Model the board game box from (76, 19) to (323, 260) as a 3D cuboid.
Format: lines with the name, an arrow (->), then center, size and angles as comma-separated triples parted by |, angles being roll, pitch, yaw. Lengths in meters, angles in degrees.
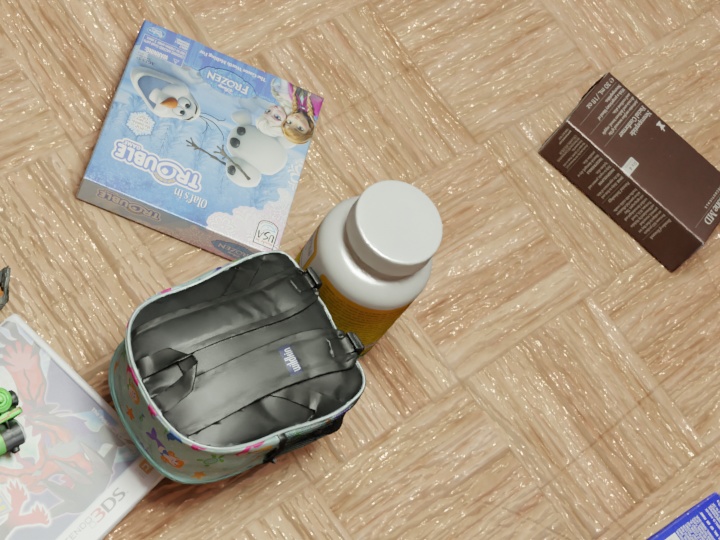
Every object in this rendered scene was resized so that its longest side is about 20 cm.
board game box -> -0.153, -0.123, 1.608 | 0.199, 0.043, 0.200 | 22, 59, -12

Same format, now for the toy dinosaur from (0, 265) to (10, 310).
toy dinosaur -> -0.367, 0.016, 1.419 | 0.135, 0.102, 0.201 | 23, 31, -29

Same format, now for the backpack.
backpack -> -0.121, 0.094, 1.444 | 0.199, 0.151, 0.178 | -20, 70, -37

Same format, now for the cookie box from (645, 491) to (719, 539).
cookie box -> 0.239, 0.304, 1.477 | 0.199, 0.171, 0.075 | -28, 74, -31

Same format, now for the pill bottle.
pill bottle -> 0.000, 0.000, 1.515 | 0.112, 0.200, 0.114 | 10, 60, -18

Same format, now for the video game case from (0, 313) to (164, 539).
video game case -> -0.293, 0.162, 1.413 | 0.200, 0.023, 0.182 | 43, 56, 3

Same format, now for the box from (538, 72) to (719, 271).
box -> 0.303, -0.107, 1.778 | 0.200, 0.075, 0.100 | 42, 56, 0

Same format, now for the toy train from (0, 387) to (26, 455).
toy train -> -0.362, 0.160, 1.349 | 0.199, 0.042, 0.057 | -28, 88, -31
